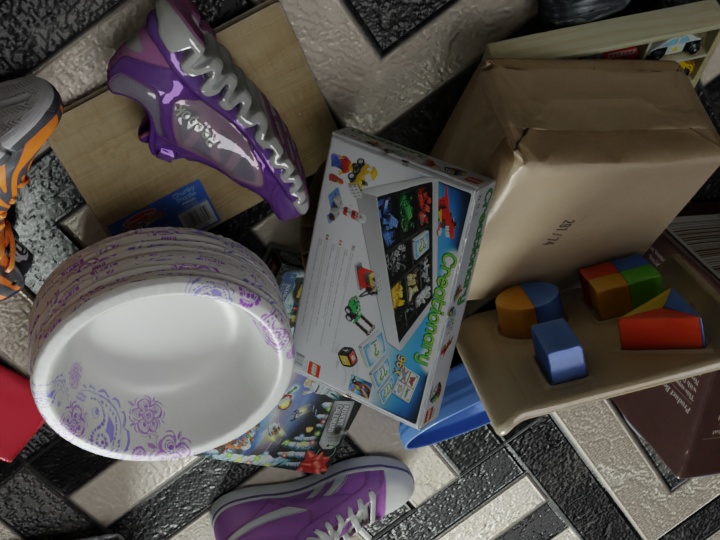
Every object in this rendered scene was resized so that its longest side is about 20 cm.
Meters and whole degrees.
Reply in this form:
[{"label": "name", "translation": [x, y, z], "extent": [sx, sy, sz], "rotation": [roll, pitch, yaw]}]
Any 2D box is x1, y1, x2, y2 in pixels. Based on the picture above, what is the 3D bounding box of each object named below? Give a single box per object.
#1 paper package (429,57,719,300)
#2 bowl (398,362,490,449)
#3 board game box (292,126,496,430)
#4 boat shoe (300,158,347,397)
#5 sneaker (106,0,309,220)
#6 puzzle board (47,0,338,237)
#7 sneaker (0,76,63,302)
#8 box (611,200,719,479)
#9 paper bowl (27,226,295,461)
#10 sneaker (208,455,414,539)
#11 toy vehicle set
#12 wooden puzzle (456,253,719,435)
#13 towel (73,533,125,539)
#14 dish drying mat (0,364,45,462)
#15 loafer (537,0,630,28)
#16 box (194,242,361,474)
[{"label": "paper package", "translation": [0.156, -0.070, 1.060], "extent": [0.190, 0.104, 0.200], "rotation": [-3, 149, -21]}, {"label": "bowl", "translation": [0.122, 0.101, 1.182], "extent": [0.200, 0.039, 0.201], "rotation": [-22, 166, -6]}, {"label": "board game box", "translation": [0.019, 0.006, 1.006], "extent": [0.035, 0.126, 0.200], "rotation": [-26, 134, -56]}, {"label": "boat shoe", "translation": [0.000, 0.000, 1.076], "extent": [0.065, 0.072, 0.200], "rotation": [-27, 117, -57]}, {"label": "sneaker", "translation": [-0.112, -0.105, 0.971], "extent": [0.088, 0.081, 0.200], "rotation": [-33, 125, 9]}, {"label": "puzzle board", "translation": [-0.124, -0.102, 1.022], "extent": [0.200, 0.017, 0.151], "rotation": [-28, 129, -3]}, {"label": "sneaker", "translation": [-0.266, -0.050, 0.966], "extent": [0.200, 0.078, 0.112], "rotation": [-37, 133, 17]}, {"label": "box", "translation": [0.343, 0.058, 1.234], "extent": [0.164, 0.166, 0.200], "rotation": [-5, 124, -21]}, {"label": "paper bowl", "translation": [-0.156, 0.047, 1.036], "extent": [0.200, 0.104, 0.201], "rotation": [-8, 135, -8]}, {"label": "sneaker", "translation": [-0.030, 0.244, 1.231], "extent": [0.200, 0.114, 0.073], "rotation": [-14, 125, -16]}, {"label": "toy vehicle set", "translation": [0.185, -0.153, 1.080], "extent": [0.200, 0.027, 0.124], "rotation": [-14, 153, -14]}, {"label": "wooden puzzle", "translation": [0.178, 0.042, 1.029], "extent": [0.200, 0.185, 0.046], "rotation": [-19, 112, 0]}, {"label": "towel", "translation": [-0.292, 0.322, 1.190], "extent": [0.200, 0.086, 0.166], "rotation": [-6, 122, -18]}, {"label": "dish drying mat", "translation": [-0.339, 0.086, 1.052], "extent": [0.200, 0.018, 0.077], "rotation": [35, 103, -35]}, {"label": "loafer", "translation": [0.226, -0.260, 1.036], "extent": [0.200, 0.073, 0.072], "rotation": [-26, 125, -6]}, {"label": "box", "translation": [-0.054, 0.082, 1.158], "extent": [0.137, 0.040, 0.200], "rotation": [13, 115, -30]}]
